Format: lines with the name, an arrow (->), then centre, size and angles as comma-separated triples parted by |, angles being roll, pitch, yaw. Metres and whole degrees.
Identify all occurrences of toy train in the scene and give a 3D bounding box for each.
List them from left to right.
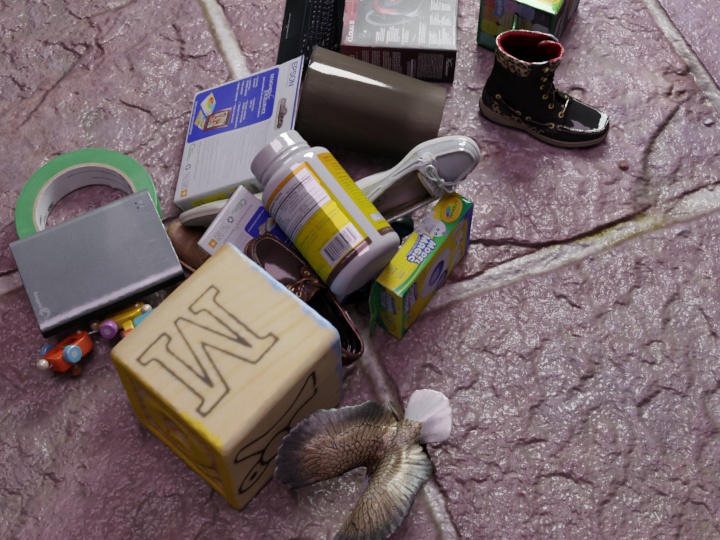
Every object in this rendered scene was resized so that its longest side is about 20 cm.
toy train -> -0.313, 0.098, 1.404 | 0.198, 0.056, 0.150 | -4, 29, 40

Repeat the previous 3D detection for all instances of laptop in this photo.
laptop -> -0.074, -0.414, 1.643 | 0.198, 0.103, 0.180 | -17, 52, 34

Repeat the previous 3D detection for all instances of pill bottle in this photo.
pill bottle -> -0.049, -0.075, 1.369 | 0.109, 0.109, 0.201 | -35, 78, -19

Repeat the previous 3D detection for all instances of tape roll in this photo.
tape roll -> -0.379, -0.075, 1.533 | 0.196, 0.048, 0.203 | 0, 59, 0

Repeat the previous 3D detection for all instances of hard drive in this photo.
hard drive -> -0.348, -0.011, 1.450 | 0.197, 0.033, 0.141 | -23, 67, -12

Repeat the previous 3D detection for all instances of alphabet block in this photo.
alphabet block -> -0.155, 0.130, 1.331 | 0.195, 0.196, 0.200 | 36, 65, 21

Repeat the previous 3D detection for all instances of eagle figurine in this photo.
eagle figurine -> 0.016, 0.230, 1.298 | 0.150, 0.199, 0.154 | -2, 98, 36

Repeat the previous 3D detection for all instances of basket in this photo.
basket -> 0.015, -0.229, 1.568 | 0.197, 0.180, 0.138 | 14, 93, -2

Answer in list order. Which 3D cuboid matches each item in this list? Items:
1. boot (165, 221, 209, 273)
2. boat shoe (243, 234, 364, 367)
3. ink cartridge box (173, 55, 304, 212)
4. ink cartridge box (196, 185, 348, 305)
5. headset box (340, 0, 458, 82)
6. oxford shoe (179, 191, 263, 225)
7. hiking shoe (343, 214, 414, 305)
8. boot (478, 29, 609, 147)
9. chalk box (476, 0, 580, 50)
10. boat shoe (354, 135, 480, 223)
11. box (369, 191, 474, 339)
boot -> -0.187, -0.024, 1.488 | 0.198, 0.076, 0.074 | 28, 66, 17
boat shoe -> -0.066, 0.033, 1.370 | 0.070, 0.070, 0.200 | -44, 97, -23
ink cartridge box -> -0.163, -0.191, 1.553 | 0.197, 0.047, 0.200 | -12, 55, 26
ink cartridge box -> -0.106, -0.010, 1.416 | 0.199, 0.037, 0.095 | 38, 80, -7
headset box -> 0.051, -0.375, 1.689 | 0.196, 0.075, 0.151 | 3, 59, 2
oxford shoe -> -0.152, -0.073, 1.476 | 0.196, 0.075, 0.059 | -7, 101, 14
hiking shoe -> 0.000, 0.000, 1.481 | 0.199, 0.075, 0.087 | -35, 70, -7
boot -> 0.271, -0.262, 1.578 | 0.197, 0.151, 0.074 | 20, 61, 12
chalk box -> 0.254, -0.404, 1.678 | 0.122, 0.125, 0.201 | 24, 61, 13
boat shoe -> 0.065, -0.106, 1.421 | 0.199, 0.075, 0.065 | -23, 39, 14
box -> 0.077, 0.000, 1.447 | 0.048, 0.118, 0.200 | 32, 65, 19
